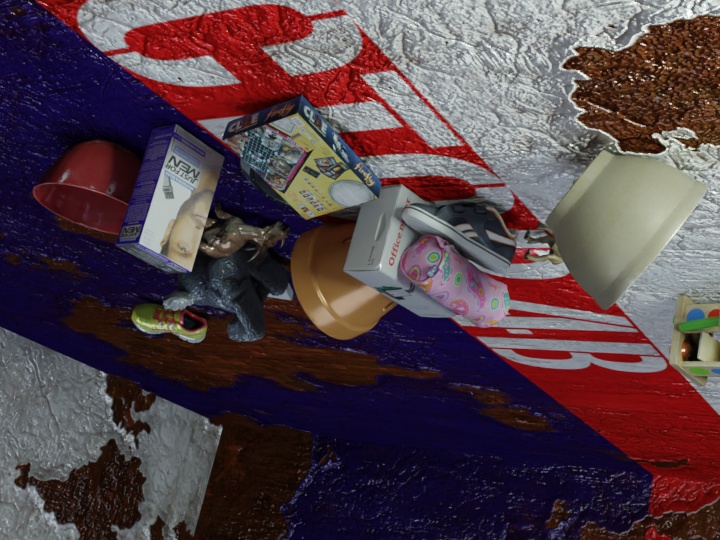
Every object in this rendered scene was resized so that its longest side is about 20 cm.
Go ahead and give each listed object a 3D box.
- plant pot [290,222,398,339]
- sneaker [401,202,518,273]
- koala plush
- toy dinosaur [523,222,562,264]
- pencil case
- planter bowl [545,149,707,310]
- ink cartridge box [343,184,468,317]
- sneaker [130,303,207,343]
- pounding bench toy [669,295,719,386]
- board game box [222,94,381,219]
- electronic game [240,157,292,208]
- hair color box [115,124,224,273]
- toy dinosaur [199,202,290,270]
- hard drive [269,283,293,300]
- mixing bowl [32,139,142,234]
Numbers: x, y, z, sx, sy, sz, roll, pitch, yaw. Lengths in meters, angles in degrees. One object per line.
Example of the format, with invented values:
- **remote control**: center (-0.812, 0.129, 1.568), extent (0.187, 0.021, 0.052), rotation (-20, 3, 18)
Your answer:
- **plant pot**: center (0.000, 0.000, 1.737), extent (0.140, 0.201, 0.200), rotation (-24, 142, 35)
- **sneaker**: center (0.154, -0.070, 1.571), extent (0.200, 0.080, 0.078), rotation (27, 171, -27)
- **koala plush**: center (-0.278, 0.020, 2.014), extent (0.200, 0.178, 0.184), rotation (2, 140, 33)
- **toy dinosaur**: center (0.306, -0.029, 1.612), extent (0.101, 0.058, 0.200), rotation (14, 162, -6)
- **pencil case**: center (0.149, 0.017, 1.585), extent (0.087, 0.088, 0.200), rotation (-4, 153, 42)
- **planter bowl**: center (0.323, -0.069, 1.319), extent (0.135, 0.200, 0.200), rotation (39, 163, 7)
- **ink cartridge box**: center (0.079, -0.028, 1.636), extent (0.084, 0.146, 0.200), rotation (-2, 155, 44)
- **sneaker**: center (-0.472, 0.119, 2.582), extent (0.199, 0.078, 0.090), rotation (14, 154, -20)
- **pounding bench toy**: center (0.580, 0.103, 1.697), extent (0.156, 0.125, 0.200), rotation (-3, 155, 42)
- **board game box**: center (-0.081, -0.155, 1.467), extent (0.135, 0.035, 0.200), rotation (-14, 140, 31)
- **electronic game**: center (-0.084, -0.147, 1.565), extent (0.199, 0.042, 0.200), rotation (9, 154, 4)
- **hair color box**: center (-0.287, -0.108, 1.574), extent (0.065, 0.201, 0.109), rotation (-2, 156, 40)
- **toy dinosaur**: center (-0.240, -0.054, 1.869), extent (0.200, 0.086, 0.136), rotation (-4, 152, 34)
- **hard drive**: center (-0.249, 0.016, 2.182), extent (0.199, 0.025, 0.132), rotation (10, 161, 10)
- **mixing bowl**: center (-0.424, -0.145, 1.707), extent (0.200, 0.109, 0.200), rotation (13, 162, 4)
